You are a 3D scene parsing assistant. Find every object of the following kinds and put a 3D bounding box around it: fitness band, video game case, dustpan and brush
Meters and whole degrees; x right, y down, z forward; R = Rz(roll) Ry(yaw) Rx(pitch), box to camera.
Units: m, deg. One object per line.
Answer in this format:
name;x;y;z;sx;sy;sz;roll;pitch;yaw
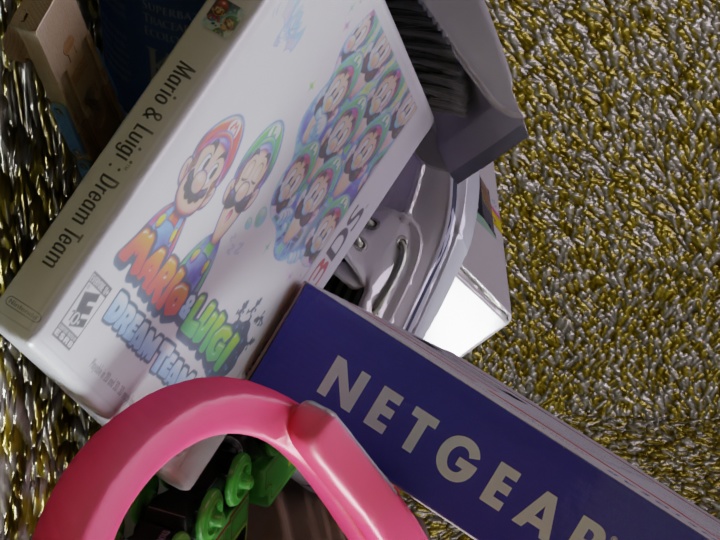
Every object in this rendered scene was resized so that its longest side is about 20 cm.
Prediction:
fitness band;-0.043;0.128;0.897;0.037;0.144;0.200;26;-24;49
video game case;-0.044;-0.023;0.882;0.183;0.024;0.200;-56;160;-10
dustpan and brush;0.001;-0.135;1.033;0.140;0.057;0.202;148;-75;-77

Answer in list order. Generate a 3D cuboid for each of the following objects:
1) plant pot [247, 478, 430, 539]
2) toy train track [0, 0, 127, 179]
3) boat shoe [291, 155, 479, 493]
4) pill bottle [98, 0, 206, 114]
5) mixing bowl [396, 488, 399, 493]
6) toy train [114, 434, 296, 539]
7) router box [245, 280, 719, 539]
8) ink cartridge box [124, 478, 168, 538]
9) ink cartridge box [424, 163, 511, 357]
plant pot;-0.003;0.178;1.162;0.201;0.092;0.203;168;-90;-87
toy train track;-0.097;-0.038;0.866;0.200;0.032;0.115;74;37;-58
boat shoe;0.000;0.000;1.113;0.067;0.073;0.202;27;71;-46
pill bottle;-0.050;-0.131;0.957;0.113;0.111;0.201;-84;174;-51
mixing bowl;-0.030;0.100;1.451;0.200;0.107;0.202;1;90;-86
toy train;-0.067;0.100;0.990;0.200;0.041;0.057;-51;151;-56
router box;0.072;0.087;0.985;0.049;0.199;0.179;-58;157;2
ink cartridge box;-0.089;0.098;1.132;0.163;0.057;0.201;83;-11;-68
ink cartridge box;-0.003;-0.015;1.300;0.084;0.144;0.201;43;24;-26
